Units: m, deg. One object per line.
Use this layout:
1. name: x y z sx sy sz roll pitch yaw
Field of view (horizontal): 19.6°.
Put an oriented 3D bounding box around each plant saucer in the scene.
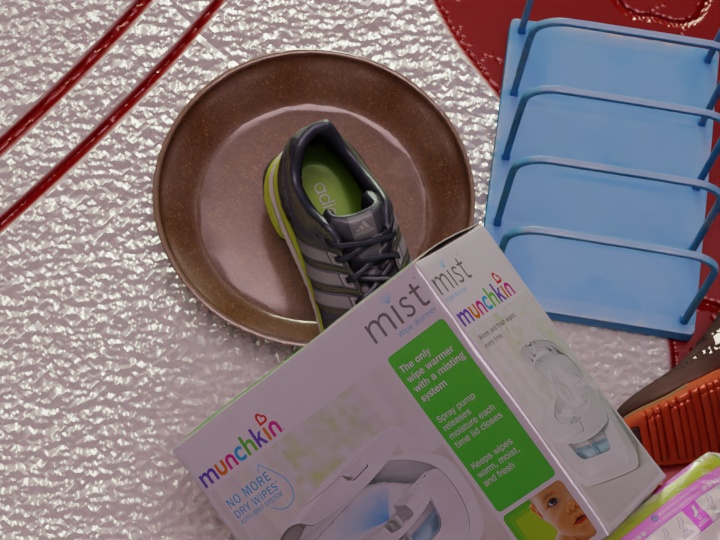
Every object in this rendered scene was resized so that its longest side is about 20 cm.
1. plant saucer: -0.029 -0.042 1.300 0.200 0.037 0.201 1 70 -4

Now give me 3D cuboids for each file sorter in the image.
1. file sorter: 0.155 -0.079 1.281 0.139 0.123 0.200 9 69 0

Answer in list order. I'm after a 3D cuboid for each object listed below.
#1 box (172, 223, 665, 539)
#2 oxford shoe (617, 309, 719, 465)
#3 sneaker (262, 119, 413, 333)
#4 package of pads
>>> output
1. box: 0.031 0.104 1.146 0.177 0.200 0.097 54 30 3
2. oxford shoe: 0.234 0.055 1.276 0.200 0.071 0.073 -25 46 -11
3. sneaker: 0.000 0.000 1.223 0.074 0.081 0.200 -27 73 -13
4. package of pads: 0.134 0.195 1.157 0.200 0.155 0.068 -35 75 -15
